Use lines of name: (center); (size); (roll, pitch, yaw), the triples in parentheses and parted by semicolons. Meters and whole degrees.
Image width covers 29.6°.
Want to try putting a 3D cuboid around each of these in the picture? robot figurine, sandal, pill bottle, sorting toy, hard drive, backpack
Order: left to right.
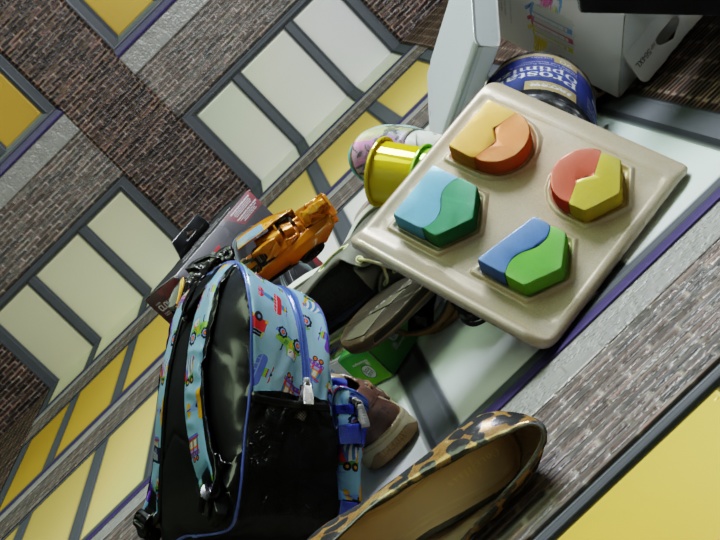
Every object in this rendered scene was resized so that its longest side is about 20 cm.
backpack: (-0.077, 0.101, 1.001); (0.182, 0.134, 0.201); (-31, 54, 59)
robot figurine: (-0.090, 0.019, 1.321); (0.200, 0.145, 0.058); (-36, -16, -7)
sandal: (0.065, 0.024, 1.206); (0.082, 0.055, 0.200); (-23, 10, 47)
hard drive: (0.097, -0.206, 1.324); (0.200, 0.026, 0.132); (106, 165, -59)
sorting toy: (0.118, -0.053, 1.027); (0.200, 0.185, 0.037); (-47, -33, -22)
pill bottle: (0.155, -0.117, 1.215); (0.112, 0.112, 0.200); (-40, 13, 22)

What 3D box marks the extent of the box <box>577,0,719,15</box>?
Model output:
box: (0.299, -0.301, 1.147); (0.199, 0.104, 0.182); (7, 42, 27)

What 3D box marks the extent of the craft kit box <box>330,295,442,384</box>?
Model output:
craft kit box: (0.006, 0.050, 1.329); (0.197, 0.049, 0.200); (-35, 15, 50)

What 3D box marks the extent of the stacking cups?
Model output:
stacking cups: (0.102, -0.063, 1.099); (0.199, 0.061, 0.061); (13, 46, 26)

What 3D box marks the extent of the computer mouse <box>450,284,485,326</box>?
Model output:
computer mouse: (0.091, -0.015, 1.105); (0.109, 0.044, 0.200); (-26, 20, -11)

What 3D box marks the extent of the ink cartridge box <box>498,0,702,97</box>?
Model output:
ink cartridge box: (0.226, -0.278, 1.329); (0.129, 0.200, 0.125); (-50, -25, -20)

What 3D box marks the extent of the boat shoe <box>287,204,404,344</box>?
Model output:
boat shoe: (0.002, 0.002, 1.238); (0.202, 0.072, 0.060); (-41, 22, 12)

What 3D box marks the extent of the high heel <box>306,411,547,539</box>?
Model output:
high heel: (0.028, 0.157, 0.791); (0.200, 0.071, 0.143); (-44, 1, -44)

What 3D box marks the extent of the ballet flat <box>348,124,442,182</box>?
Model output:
ballet flat: (0.080, -0.095, 1.272); (0.071, 0.200, 0.069); (-2, 78, 45)

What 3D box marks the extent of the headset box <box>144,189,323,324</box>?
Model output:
headset box: (-0.115, 0.027, 1.433); (0.077, 0.200, 0.149); (-32, 16, 49)

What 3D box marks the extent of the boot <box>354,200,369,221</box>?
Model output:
boot: (0.049, -0.071, 1.473); (0.146, 0.070, 0.200); (-28, 6, 38)

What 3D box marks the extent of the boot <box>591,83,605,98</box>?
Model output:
boot: (0.181, -0.159, 1.398); (0.146, 0.070, 0.200); (-25, 30, 37)

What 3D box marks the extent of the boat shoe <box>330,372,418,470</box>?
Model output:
boat shoe: (-0.016, 0.110, 1.116); (0.072, 0.072, 0.200); (-46, 12, -8)
